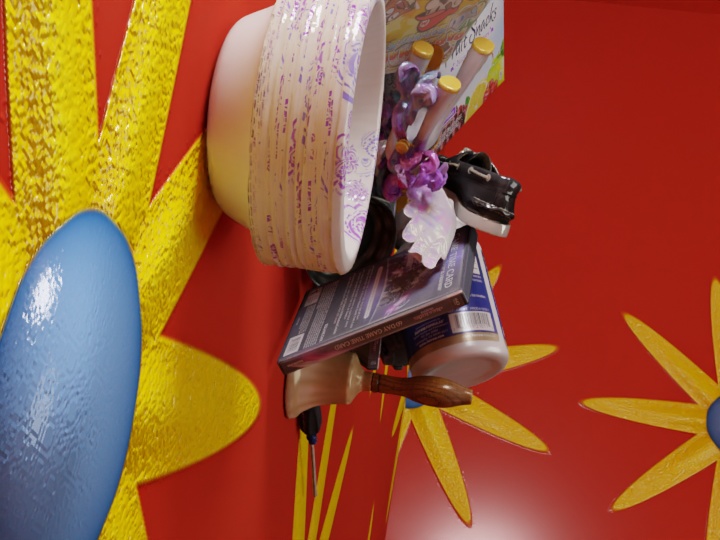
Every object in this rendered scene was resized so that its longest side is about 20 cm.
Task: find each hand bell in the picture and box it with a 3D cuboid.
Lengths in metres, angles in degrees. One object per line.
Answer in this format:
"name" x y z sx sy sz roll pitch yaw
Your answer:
"hand bell" 0.024 0.121 1.136 0.104 0.196 0.107 7 90 -83

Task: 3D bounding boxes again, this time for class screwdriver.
"screwdriver" -0.054 0.216 1.258 0.028 0.028 0.202 -75 165 -45

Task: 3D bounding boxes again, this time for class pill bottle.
"pill bottle" 0.096 0.026 1.212 0.116 0.113 0.204 83 -3 -64

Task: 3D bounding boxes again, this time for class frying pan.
"frying pan" 0.010 -0.014 1.157 0.115 0.031 0.189 -50 133 5

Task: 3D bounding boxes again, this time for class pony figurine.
"pony figurine" 0.047 -0.117 1.016 0.194 0.165 0.202 -52 168 -50

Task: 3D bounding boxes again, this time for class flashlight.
"flashlight" 0.033 0.034 1.318 0.068 0.067 0.201 -45 -136 19

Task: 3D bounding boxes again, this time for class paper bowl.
"paper bowl" -0.044 -0.104 0.741 0.201 0.102 0.205 7 90 -83

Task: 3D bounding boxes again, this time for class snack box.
"snack box" 0.097 -0.253 1.188 0.200 0.067 0.171 -49 143 -44

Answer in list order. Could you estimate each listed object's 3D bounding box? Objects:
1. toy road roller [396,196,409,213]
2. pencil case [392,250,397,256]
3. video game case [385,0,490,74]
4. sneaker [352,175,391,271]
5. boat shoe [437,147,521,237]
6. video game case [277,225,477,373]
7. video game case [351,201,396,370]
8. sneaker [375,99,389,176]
"toy road roller" 0.066 -0.114 1.454 0.200 0.143 0.126 -60 157 -72
"pencil case" 0.055 0.030 1.426 0.200 0.088 0.089 -45 -160 38
"video game case" 0.054 -0.248 0.961 0.198 0.023 0.183 -20 158 -41
"sneaker" -0.019 -0.021 1.213 0.087 0.076 0.204 -118 -142 -64
"boat shoe" 0.116 -0.094 1.085 0.200 0.073 0.061 -110 -140 -70
"video game case" 0.019 0.026 1.031 0.019 0.197 0.143 61 21 -20
"video game case" 0.000 0.003 1.282 0.143 0.019 0.204 -150 -115 -65
"sneaker" 0.049 -0.167 1.268 0.073 0.110 0.202 114 -2 -57
